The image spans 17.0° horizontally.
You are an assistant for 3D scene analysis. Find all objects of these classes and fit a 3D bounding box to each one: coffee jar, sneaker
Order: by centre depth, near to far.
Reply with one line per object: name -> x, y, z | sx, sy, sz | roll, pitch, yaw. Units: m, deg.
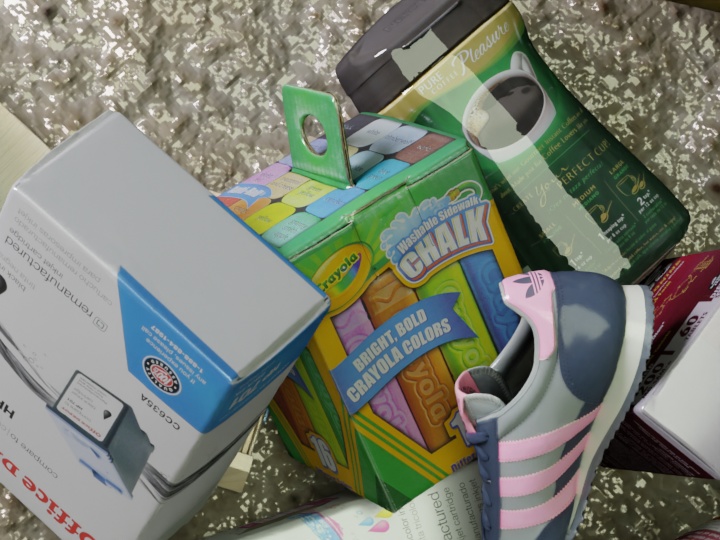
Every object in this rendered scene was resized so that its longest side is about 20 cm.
sneaker -> 0.077, 0.086, 1.206 | 0.082, 0.070, 0.200 | 13, 113, -13
coffee jar -> 0.081, -0.068, 1.324 | 0.104, 0.085, 0.200 | -41, 94, -12

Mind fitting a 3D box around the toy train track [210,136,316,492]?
toy train track -> -0.046, 0.023, 1.321 | 0.115, 0.033, 0.200 | 18, 84, -8

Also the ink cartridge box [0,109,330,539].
ink cartridge box -> -0.122, 0.042, 1.205 | 0.146, 0.200, 0.086 | 41, 47, 8

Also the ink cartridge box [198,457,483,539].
ink cartridge box -> -0.013, 0.197, 1.287 | 0.200, 0.085, 0.145 | -18, 90, -10

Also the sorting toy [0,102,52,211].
sorting toy -> -0.282, -0.042, 1.267 | 0.199, 0.070, 0.200 | 43, 80, -4

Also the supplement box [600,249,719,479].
supplement box -> 0.167, 0.049, 1.271 | 0.061, 0.200, 0.109 | 38, 80, -7

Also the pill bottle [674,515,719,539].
pill bottle -> 0.149, 0.208, 1.228 | 0.200, 0.114, 0.114 | -23, 90, -29

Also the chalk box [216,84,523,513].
chalk box -> 0.000, 0.000, 1.248 | 0.124, 0.125, 0.200 | -32, 113, -18

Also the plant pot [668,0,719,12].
plant pot -> 0.240, -0.218, 1.295 | 0.195, 0.200, 0.194 | 18, 81, 24
